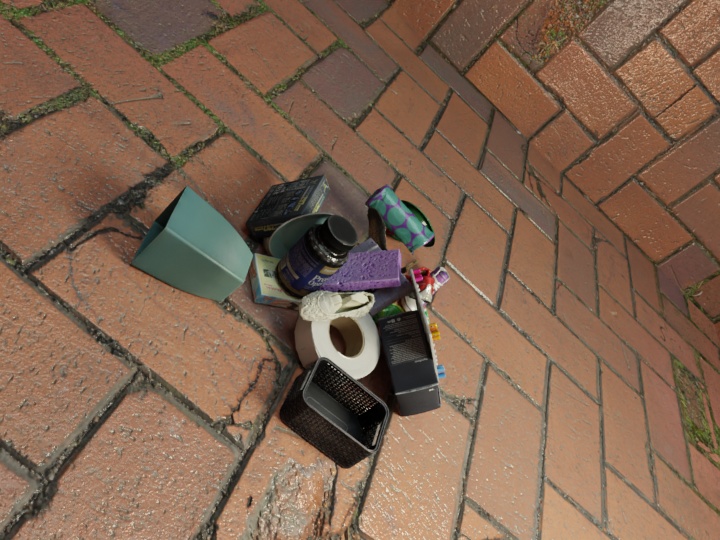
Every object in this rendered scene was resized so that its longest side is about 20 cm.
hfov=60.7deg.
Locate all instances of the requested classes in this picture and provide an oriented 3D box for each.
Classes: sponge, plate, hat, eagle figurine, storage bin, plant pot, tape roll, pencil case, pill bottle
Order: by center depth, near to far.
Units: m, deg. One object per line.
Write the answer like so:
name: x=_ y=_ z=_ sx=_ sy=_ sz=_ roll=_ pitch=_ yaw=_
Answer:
plant pot: x=-0.336 y=-0.037 z=1.279 sx=0.200 sy=0.141 sz=0.142 roll=38 pitch=36 yaw=-25
storage bin: x=-0.052 y=0.298 z=1.288 sx=0.200 sy=0.094 sz=0.136 roll=39 pitch=37 yaw=-10
pill bottle: x=-0.097 y=-0.033 z=1.392 sx=0.111 sy=0.200 sz=0.112 roll=27 pitch=40 yaw=-26
tape roll: x=-0.052 y=0.159 z=1.408 sx=0.201 sy=0.071 sz=0.204 roll=22 pitch=55 yaw=-34
plate: x=-0.119 y=-0.078 z=1.443 sx=0.199 sy=0.200 sz=0.026 roll=12 pitch=48 yaw=-38
sponge: x=0.000 y=0.000 z=1.495 sx=0.112 sy=0.198 sz=0.030 roll=-83 pitch=164 yaw=-47
eagle figurine: x=0.032 y=-0.046 z=1.662 sx=0.152 sy=0.151 sz=0.200 roll=-47 pitch=109 yaw=-23
pencil case: x=0.107 y=-0.142 z=1.688 sx=0.200 sy=0.085 sz=0.092 roll=46 pitch=17 yaw=-5
hat: x=0.104 y=-0.099 z=1.836 sx=0.176 sy=0.165 sz=0.201 roll=-42 pitch=120 yaw=-22

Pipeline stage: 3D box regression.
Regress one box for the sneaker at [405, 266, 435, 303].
sneaker: x=0.159 y=0.031 z=1.635 sx=0.076 sy=0.086 sz=0.200 roll=17 pitch=5 yaw=-14

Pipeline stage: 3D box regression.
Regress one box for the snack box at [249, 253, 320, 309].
snack box: x=-0.167 y=0.034 z=1.461 sx=0.199 sy=0.037 sz=0.117 roll=14 pitch=47 yaw=-38

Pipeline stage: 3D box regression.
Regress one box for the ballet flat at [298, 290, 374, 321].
ballet flat: x=-0.047 y=0.070 z=1.364 sx=0.199 sy=0.072 sz=0.072 roll=-3 pitch=59 yaw=-43

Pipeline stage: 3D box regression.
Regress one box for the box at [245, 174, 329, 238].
box: x=-0.177 y=-0.160 z=1.531 sx=0.201 sy=0.156 sz=0.051 roll=-70 pitch=145 yaw=-51

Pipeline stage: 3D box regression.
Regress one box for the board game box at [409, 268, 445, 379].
board game box: x=0.160 y=0.127 z=1.453 sx=0.201 sy=0.026 sz=0.201 roll=74 pitch=3 yaw=-50

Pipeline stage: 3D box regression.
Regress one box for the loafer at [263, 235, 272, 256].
loafer: x=-0.142 y=-0.077 z=1.526 sx=0.198 sy=0.070 sz=0.070 roll=-2 pitch=37 yaw=-21

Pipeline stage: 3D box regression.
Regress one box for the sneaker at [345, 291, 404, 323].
sneaker: x=0.036 y=0.108 z=1.588 sx=0.199 sy=0.074 sz=0.084 roll=31 pitch=63 yaw=-25

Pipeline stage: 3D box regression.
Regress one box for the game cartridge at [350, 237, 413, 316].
game cartridge: x=0.025 y=0.012 z=1.528 sx=0.129 sy=0.039 sz=0.200 roll=-28 pitch=51 yaw=-15

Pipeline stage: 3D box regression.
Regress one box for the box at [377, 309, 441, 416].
box: x=0.117 y=0.222 z=1.464 sx=0.148 sy=0.103 sz=0.201 roll=75 pitch=2 yaw=-55

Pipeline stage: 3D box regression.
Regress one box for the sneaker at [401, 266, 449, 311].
sneaker: x=0.191 y=0.047 z=1.753 sx=0.073 sy=0.114 sz=0.201 roll=47 pitch=37 yaw=-3
